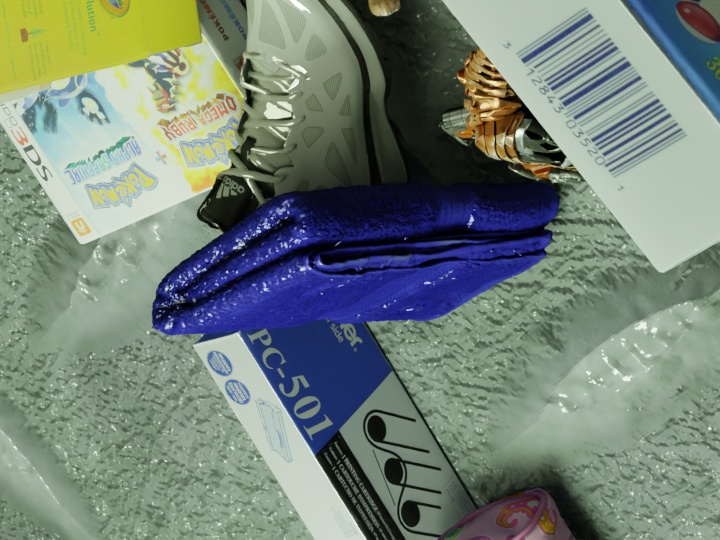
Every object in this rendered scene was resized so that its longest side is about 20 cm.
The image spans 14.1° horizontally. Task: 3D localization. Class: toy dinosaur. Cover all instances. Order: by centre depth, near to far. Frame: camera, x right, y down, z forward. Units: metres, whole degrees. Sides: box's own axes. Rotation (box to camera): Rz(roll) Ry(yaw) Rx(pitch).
[{"bbox_3d":[0.100,-0.081,1.489,0.135,0.200,0.103,-5,97,18],"label":"toy dinosaur"}]

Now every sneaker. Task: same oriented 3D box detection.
[{"bbox_3d":[-0.043,-0.076,1.592,0.076,0.115,0.201,28,153,36],"label":"sneaker"}]

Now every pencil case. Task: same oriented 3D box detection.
[{"bbox_3d":[0.123,0.231,1.766,0.087,0.087,0.200,-14,112,43],"label":"pencil case"}]

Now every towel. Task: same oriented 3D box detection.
[{"bbox_3d":[0.000,0.000,1.597,0.148,0.200,0.050,-35,67,43],"label":"towel"}]

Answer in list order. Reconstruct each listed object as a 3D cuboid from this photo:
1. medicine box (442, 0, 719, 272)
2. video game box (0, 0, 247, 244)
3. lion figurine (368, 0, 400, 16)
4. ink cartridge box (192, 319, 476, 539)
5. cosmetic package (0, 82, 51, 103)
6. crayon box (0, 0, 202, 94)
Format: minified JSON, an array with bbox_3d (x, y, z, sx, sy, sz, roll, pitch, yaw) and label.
[{"bbox_3d":[0.162,-0.136,1.363,0.182,0.200,0.103,50,143,-7],"label":"medicine box"},{"bbox_3d":[-0.145,-0.123,1.722,0.200,0.047,0.182,-21,109,45],"label":"video game box"},{"bbox_3d":[0.042,-0.193,1.507,0.200,0.072,0.123,10,124,35],"label":"lion figurine"},{"bbox_3d":[-0.013,0.098,1.757,0.044,0.094,0.200,-16,111,43],"label":"ink cartridge box"},{"bbox_3d":[-0.233,-0.202,1.662,0.103,0.073,0.201,22,117,36],"label":"cosmetic package"},{"bbox_3d":[-0.193,-0.164,1.596,0.051,0.199,0.127,-135,35,-58],"label":"crayon box"}]
